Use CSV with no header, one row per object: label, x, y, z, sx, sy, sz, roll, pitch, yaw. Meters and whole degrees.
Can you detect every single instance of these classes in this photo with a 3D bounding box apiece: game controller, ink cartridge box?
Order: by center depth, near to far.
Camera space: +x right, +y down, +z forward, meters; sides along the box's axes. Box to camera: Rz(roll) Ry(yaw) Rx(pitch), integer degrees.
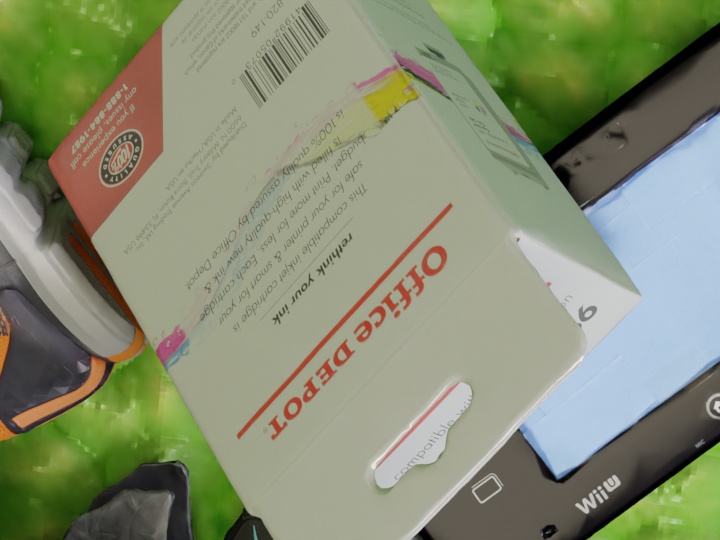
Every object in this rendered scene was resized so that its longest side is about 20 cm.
ink cartridge box,0.000,0.000,0.881,0.117,0.200,0.067,-47,140,18
game controller,0.086,0.007,0.929,0.200,0.042,0.105,-37,86,6

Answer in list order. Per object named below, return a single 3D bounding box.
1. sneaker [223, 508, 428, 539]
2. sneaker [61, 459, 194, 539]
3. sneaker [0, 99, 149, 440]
sneaker,0.028,0.148,0.988,0.079,0.075,0.201,-28,92,24
sneaker,-0.075,0.170,1.005,0.104,0.060,0.201,-15,100,16
sneaker,-0.166,-0.023,0.952,0.112,0.078,0.200,-34,99,14
